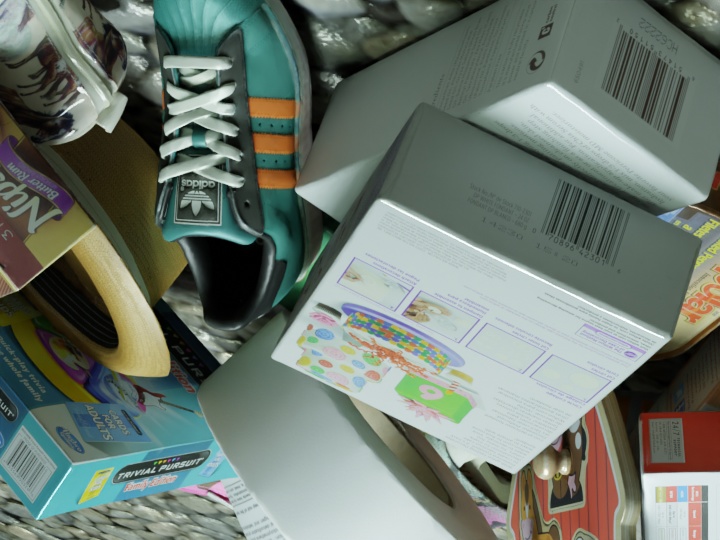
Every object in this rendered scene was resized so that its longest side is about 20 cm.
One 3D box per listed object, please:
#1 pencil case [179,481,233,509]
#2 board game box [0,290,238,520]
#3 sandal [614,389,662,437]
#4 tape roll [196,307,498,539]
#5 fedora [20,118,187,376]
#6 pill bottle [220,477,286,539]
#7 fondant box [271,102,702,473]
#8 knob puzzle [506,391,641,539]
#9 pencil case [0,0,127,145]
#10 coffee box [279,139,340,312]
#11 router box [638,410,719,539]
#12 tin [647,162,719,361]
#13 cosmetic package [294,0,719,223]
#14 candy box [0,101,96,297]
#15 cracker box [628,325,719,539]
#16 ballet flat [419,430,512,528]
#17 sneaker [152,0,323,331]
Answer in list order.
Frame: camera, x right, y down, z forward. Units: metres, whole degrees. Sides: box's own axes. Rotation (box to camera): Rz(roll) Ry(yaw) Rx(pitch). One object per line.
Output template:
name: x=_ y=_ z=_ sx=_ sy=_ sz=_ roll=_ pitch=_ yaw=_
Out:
pencil case: x=-0.139 y=0.122 z=1.429 sx=0.198 sy=0.094 sz=0.091 roll=13 pitch=155 yaw=15
board game box: x=-0.163 y=0.068 z=1.193 sx=0.151 sy=0.047 sz=0.199 roll=46 pitch=-156 yaw=22
sandal: x=0.140 y=0.112 z=1.214 sx=0.205 sy=0.080 sz=0.059 roll=11 pitch=-162 yaw=18
tape roll: x=-0.004 y=0.119 z=1.149 sx=0.203 sy=0.071 sz=0.202 roll=48 pitch=-175 yaw=-6
fedora: x=-0.155 y=-0.034 z=1.105 sx=0.200 sy=0.082 sz=0.201 roll=40 pitch=156 yaw=22
pill bottle: x=-0.015 y=0.174 z=1.305 sx=0.113 sy=0.113 sz=0.201 roll=-32 pitch=82 yaw=59
fondant box: x=0.053 y=0.016 z=0.942 sx=0.143 sy=0.059 sz=0.200 roll=26 pitch=151 yaw=-6
knob puzzle: x=0.110 y=0.137 z=1.128 sx=0.030 sy=0.222 sz=0.220 roll=2 pitch=158 yaw=-13
pencil case: x=-0.177 y=-0.141 z=0.941 sx=0.089 sy=0.078 sz=0.200 roll=35 pitch=165 yaw=32
coffee box: x=0.000 y=0.000 z=1.098 sx=0.199 sy=0.044 sz=0.123 roll=35 pitch=154 yaw=-3
router box: x=0.245 y=0.168 z=1.098 sx=0.178 sy=0.049 sz=0.201 roll=-1 pitch=127 yaw=7
tin: x=0.145 y=-0.007 z=1.035 sx=0.111 sy=0.042 sz=0.200 roll=27 pitch=155 yaw=-6
cosmetic package: x=0.070 y=-0.063 z=0.933 sx=0.101 sy=0.072 sz=0.199 roll=33 pitch=151 yaw=-25
candy box: x=-0.212 y=-0.042 z=1.009 sx=0.117 sy=0.056 sz=0.200 roll=53 pitch=161 yaw=-10
cracker box: x=0.217 y=0.132 z=1.141 sx=0.133 sy=0.058 sz=0.201 roll=25 pitch=125 yaw=-11
ballet flat: x=0.071 y=0.120 z=1.324 sx=0.071 sy=0.070 sz=0.200 roll=-13 pitch=147 yaw=20
sneaker: x=-0.066 y=-0.059 z=0.971 sx=0.071 sy=0.080 sz=0.201 roll=5 pitch=128 yaw=24
